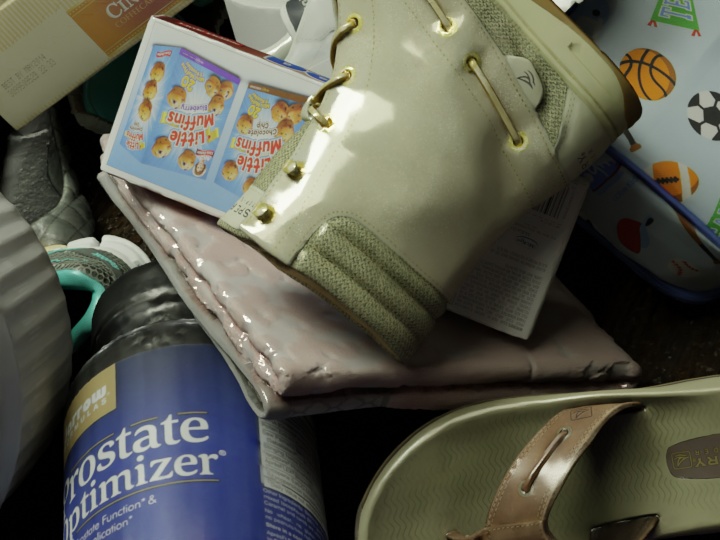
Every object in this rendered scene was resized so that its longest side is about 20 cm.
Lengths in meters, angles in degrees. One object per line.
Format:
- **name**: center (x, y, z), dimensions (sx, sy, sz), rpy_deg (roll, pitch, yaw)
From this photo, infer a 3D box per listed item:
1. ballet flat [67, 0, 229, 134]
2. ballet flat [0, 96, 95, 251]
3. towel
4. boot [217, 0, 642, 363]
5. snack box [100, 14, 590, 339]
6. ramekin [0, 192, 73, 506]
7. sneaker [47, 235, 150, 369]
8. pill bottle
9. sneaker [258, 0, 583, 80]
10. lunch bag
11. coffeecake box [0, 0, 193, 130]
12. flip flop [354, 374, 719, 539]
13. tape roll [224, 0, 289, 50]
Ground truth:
- **ballet flat**: center (-0.114, -0.141, 1.180), dimensions (0.072, 0.072, 0.200), rpy_deg (7, 50, 30)
- **ballet flat**: center (-0.184, -0.051, 1.120), dimensions (0.066, 0.057, 0.200), rpy_deg (-22, 44, 5)
- **towel**: center (0.000, 0.000, 0.935), dimensions (0.191, 0.032, 0.200), rpy_deg (0, 33, -32)
- **boot**: center (-0.008, -0.078, 0.836), dimensions (0.200, 0.072, 0.155), rpy_deg (43, 88, 0)
- **snack box**: center (-0.008, -0.041, 0.889), dimensions (0.200, 0.072, 0.024), rpy_deg (22, 12, 7)
- **ramekin**: center (-0.222, 0.035, 0.913), dimensions (0.200, 0.201, 0.105), rpy_deg (-5, 14, 20)
- **sneaker**: center (-0.195, 0.038, 1.003), dimensions (0.200, 0.078, 0.091), rpy_deg (-27, 1, 1)
- **pill bottle**: center (-0.072, 0.093, 0.893), dimensions (0.112, 0.112, 0.200), rpy_deg (-18, 44, 9)
- **sneaker**: center (0.023, -0.114, 0.908), dimensions (0.200, 0.081, 0.076), rpy_deg (-36, 13, 16)
- **lunch bag**: center (0.158, -0.097, 0.945), dimensions (0.160, 0.076, 0.200), rpy_deg (39, 64, 2)
- **coffeecake box**: center (-0.143, -0.188, 1.120), dimensions (0.153, 0.073, 0.200), rpy_deg (-33, 29, 17)
- **flip flop**: center (0.093, 0.090, 0.840), dimensions (0.200, 0.081, 0.058), rpy_deg (-11, 8, 8)
- **tape roll**: center (0.035, -0.138, 1.045), dimensions (0.202, 0.071, 0.203), rpy_deg (-15, 23, 6)
